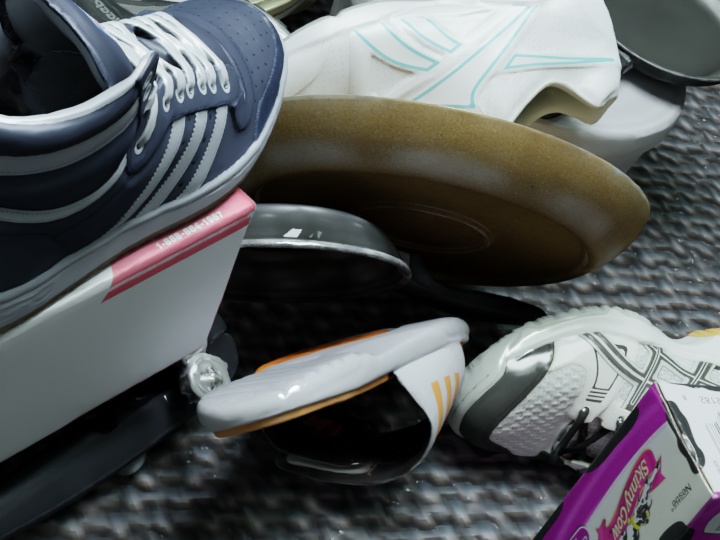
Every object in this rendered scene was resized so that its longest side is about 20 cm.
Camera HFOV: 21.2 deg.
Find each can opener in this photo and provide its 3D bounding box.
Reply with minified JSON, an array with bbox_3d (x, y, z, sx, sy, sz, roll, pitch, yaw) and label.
[{"bbox_3d":[-0.116,0.063,0.741,0.200,0.078,0.064,-42,114,-50],"label":"can opener"}]

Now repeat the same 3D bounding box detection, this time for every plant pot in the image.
[{"bbox_3d":[0.029,-0.029,0.863,0.199,0.200,0.028,16,74,-19],"label":"plant pot"}]

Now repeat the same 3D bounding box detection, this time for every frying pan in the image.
[{"bbox_3d":[0.001,-0.004,0.835,0.189,0.115,0.031,2,78,-8],"label":"frying pan"},{"bbox_3d":[0.155,-0.113,0.997,0.114,0.031,0.191,23,48,-2],"label":"frying pan"}]

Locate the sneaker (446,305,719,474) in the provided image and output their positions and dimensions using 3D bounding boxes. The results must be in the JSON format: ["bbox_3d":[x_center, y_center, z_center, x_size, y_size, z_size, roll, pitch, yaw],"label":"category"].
[{"bbox_3d":[0.134,0.072,0.882,0.199,0.076,0.088,2,48,-30],"label":"sneaker"}]

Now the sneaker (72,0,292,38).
[{"bbox_3d":[-0.116,-0.102,0.937,0.199,0.076,0.088,29,50,5],"label":"sneaker"}]

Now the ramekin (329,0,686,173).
[{"bbox_3d":[0.068,-0.105,1.033,0.201,0.094,0.203,19,37,-15],"label":"ramekin"}]

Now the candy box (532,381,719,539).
[{"bbox_3d":[0.177,0.117,0.804,0.199,0.137,0.061,5,44,-30],"label":"candy box"}]

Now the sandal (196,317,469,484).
[{"bbox_3d":[-0.009,0.062,0.784,0.207,0.079,0.060,-17,93,-69],"label":"sandal"}]

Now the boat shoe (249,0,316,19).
[{"bbox_3d":[-0.047,-0.168,1.052,0.075,0.068,0.200,45,58,12],"label":"boat shoe"}]

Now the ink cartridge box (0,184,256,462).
[{"bbox_3d":[-0.162,-0.033,0.707,0.200,0.085,0.145,43,47,20],"label":"ink cartridge box"}]

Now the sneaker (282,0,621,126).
[{"bbox_3d":[0.030,-0.085,0.887,0.199,0.070,0.081,-17,81,-9],"label":"sneaker"}]

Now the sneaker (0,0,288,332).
[{"bbox_3d":[-0.077,-0.065,0.632,0.070,0.109,0.200,35,45,12],"label":"sneaker"}]
